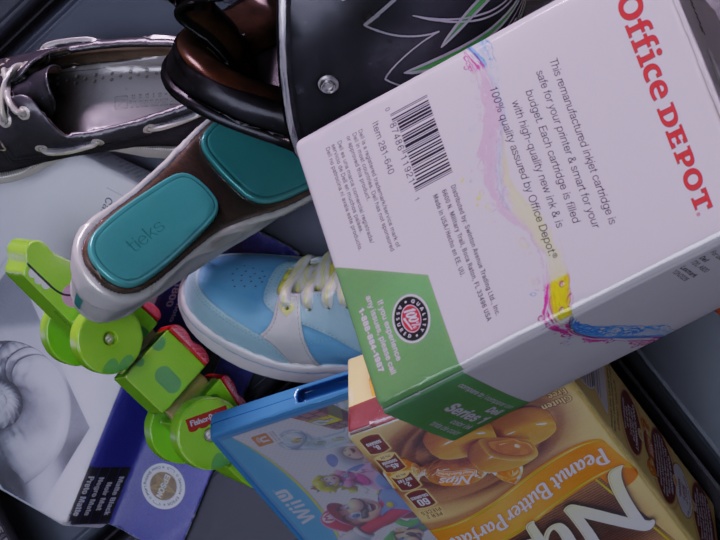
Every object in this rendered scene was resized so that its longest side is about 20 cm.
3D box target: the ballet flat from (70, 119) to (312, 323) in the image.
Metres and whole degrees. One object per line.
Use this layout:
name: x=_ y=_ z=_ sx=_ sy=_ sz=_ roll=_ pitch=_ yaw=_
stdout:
ballet flat: x=-0.081 y=-0.035 z=1.514 sx=0.069 sy=0.200 sz=0.070 roll=31 pitch=140 yaw=30

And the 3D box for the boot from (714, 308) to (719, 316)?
boot: x=0.168 y=-0.025 z=1.400 sx=0.075 sy=0.107 sz=0.200 roll=-26 pitch=60 yaw=-14

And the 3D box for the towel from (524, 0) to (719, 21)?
towel: x=0.128 y=-0.201 z=1.452 sx=0.149 sy=0.031 sz=0.201 roll=-2 pitch=94 yaw=45

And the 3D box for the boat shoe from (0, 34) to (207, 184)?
boat shoe: x=-0.161 y=-0.090 z=1.549 sx=0.199 sy=0.060 sz=0.074 roll=0 pitch=70 yaw=6

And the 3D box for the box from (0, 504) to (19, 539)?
box: x=-0.242 y=0.170 z=1.627 sx=0.110 sy=0.035 sz=0.201 roll=-23 pitch=97 yaw=32

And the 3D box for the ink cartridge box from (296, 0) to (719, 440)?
ink cartridge box: x=0.088 y=-0.032 z=1.326 sx=0.199 sy=0.084 sz=0.146 roll=-27 pitch=65 yaw=19

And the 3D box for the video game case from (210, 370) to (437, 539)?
video game case: x=0.041 y=0.094 z=1.501 sx=0.199 sy=0.018 sz=0.143 roll=-18 pitch=136 yaw=21

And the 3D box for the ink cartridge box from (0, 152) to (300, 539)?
ink cartridge box: x=-0.158 y=0.035 z=1.602 sx=0.199 sy=0.041 sz=0.201 roll=26 pitch=104 yaw=14

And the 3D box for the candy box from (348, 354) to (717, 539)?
candy box: x=0.090 y=0.102 z=1.452 sx=0.115 sy=0.056 sz=0.200 roll=-21 pitch=132 yaw=21

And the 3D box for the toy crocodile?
toy crocodile: x=-0.111 y=0.050 z=1.540 sx=0.200 sy=0.067 sz=0.062 roll=44 pitch=76 yaw=-15

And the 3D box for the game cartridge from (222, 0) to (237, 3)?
game cartridge: x=-0.143 y=-0.227 z=1.568 sx=0.199 sy=0.040 sz=0.134 roll=12 pitch=97 yaw=18

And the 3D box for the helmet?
helmet: x=-0.007 y=-0.151 z=1.438 sx=0.190 sy=0.200 sz=0.201 roll=23 pitch=104 yaw=32

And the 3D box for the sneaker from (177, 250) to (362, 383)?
sneaker: x=0.000 y=0.000 z=1.492 sx=0.199 sy=0.080 sz=0.131 roll=12 pitch=141 yaw=9
